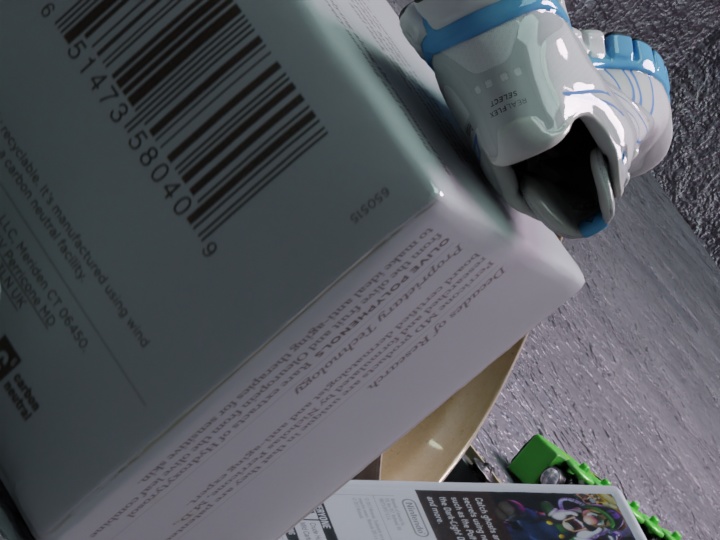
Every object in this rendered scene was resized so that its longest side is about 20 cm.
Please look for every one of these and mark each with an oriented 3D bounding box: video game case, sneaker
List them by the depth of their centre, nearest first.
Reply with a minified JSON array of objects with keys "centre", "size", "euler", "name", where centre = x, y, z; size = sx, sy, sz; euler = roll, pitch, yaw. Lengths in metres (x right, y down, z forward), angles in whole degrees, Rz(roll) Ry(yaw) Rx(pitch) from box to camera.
[{"centre":[0.076,-0.047,1.064],"size":[0.200,0.075,0.087],"euler":[22,45,-64],"name":"sneaker"},{"centre":[0.054,0.153,1.163],"size":[0.180,0.023,0.200],"euler":[3,31,-19],"name":"video game case"}]

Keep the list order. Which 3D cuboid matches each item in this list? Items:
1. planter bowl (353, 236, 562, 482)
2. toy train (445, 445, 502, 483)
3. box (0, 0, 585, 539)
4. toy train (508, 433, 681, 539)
[{"centre":[0.000,0.000,1.366],"size":[0.134,0.201,0.200],"euler":[24,4,16],"name":"planter bowl"},{"centre":[0.049,0.102,1.566],"size":[0.200,0.034,0.046],"euler":[51,7,2],"name":"toy train"},{"centre":[-0.063,-0.023,1.084],"size":[0.199,0.200,0.171],"euler":[54,13,22],"name":"box"},{"centre":[0.159,0.158,1.818],"size":[0.056,0.042,0.200],"euler":[45,5,40],"name":"toy train"}]
